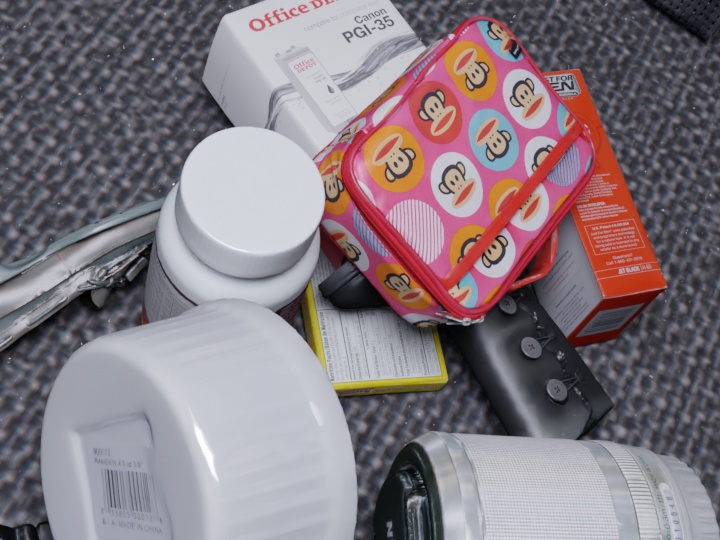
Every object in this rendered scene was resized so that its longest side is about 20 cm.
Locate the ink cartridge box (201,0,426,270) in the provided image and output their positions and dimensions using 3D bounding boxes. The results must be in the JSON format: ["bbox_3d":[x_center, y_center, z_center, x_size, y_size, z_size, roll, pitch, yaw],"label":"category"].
[{"bbox_3d":[-0.009,-0.123,0.930,0.146,0.083,0.201,-28,75,-30],"label":"ink cartridge box"}]

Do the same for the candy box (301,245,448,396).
[{"bbox_3d":[0.000,0.000,0.931,0.101,0.026,0.202,-2,64,-17],"label":"candy box"}]

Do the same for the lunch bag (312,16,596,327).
[{"bbox_3d":[0.074,-0.059,0.839,0.176,0.082,0.200,49,59,-14],"label":"lunch bag"}]

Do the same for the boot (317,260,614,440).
[{"bbox_3d":[0.081,0.058,0.884,0.164,0.066,0.201,-26,84,-31],"label":"boot"}]

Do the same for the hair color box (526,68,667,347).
[{"bbox_3d":[0.167,-0.050,0.961,0.061,0.102,0.202,-9,67,-19],"label":"hair color box"}]

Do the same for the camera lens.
[{"bbox_3d":[0.114,0.191,0.787,0.198,0.160,0.161,5,62,-13],"label":"camera lens"}]

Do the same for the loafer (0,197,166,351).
[{"bbox_3d":[-0.213,0.012,0.852,0.199,0.072,0.063,-26,92,-18],"label":"loafer"}]

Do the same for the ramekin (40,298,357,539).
[{"bbox_3d":[-0.104,0.122,0.703,0.097,0.200,0.202,-8,63,-45],"label":"ramekin"}]

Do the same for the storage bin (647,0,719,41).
[{"bbox_3d":[0.358,-0.336,1.140,0.093,0.135,0.200,35,60,5],"label":"storage bin"}]

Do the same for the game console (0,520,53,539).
[{"bbox_3d":[-0.165,0.235,0.717,0.115,0.176,0.201,-20,67,6],"label":"game console"}]

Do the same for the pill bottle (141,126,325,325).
[{"bbox_3d":[-0.088,-0.005,0.809,0.108,0.200,0.110,7,61,-12],"label":"pill bottle"}]
